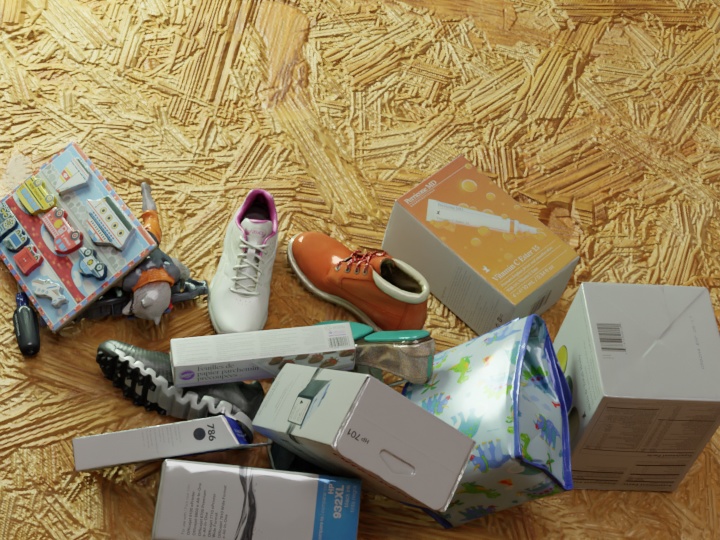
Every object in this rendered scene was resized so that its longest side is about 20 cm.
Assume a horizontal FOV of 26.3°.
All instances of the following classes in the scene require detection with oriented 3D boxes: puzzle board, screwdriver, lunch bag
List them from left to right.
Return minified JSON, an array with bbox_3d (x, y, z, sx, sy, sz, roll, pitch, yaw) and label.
[{"bbox_3d":[-0.393,0.013,1.767,0.028,0.029,0.200,-6,56,-17],"label":"screwdriver"},{"bbox_3d":[-0.340,-0.043,1.759,0.151,0.017,0.200,-41,58,-1],"label":"puzzle board"},{"bbox_3d":[0.132,0.159,1.671,0.127,0.170,0.200,36,42,-41],"label":"lunch bag"}]

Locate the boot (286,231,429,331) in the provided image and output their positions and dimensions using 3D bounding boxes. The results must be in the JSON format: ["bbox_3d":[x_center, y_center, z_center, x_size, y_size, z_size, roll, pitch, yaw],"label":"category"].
[{"bbox_3d":[0.000,0.000,1.815,0.200,0.107,0.075,35,56,16],"label":"boot"}]

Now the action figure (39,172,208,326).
[{"bbox_3d":[-0.283,-0.010,1.765,0.200,0.105,0.194,-17,50,-24],"label":"action figure"}]

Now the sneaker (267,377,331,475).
[{"bbox_3d":[-0.064,0.161,1.698,0.078,0.079,0.200,-1,56,-14],"label":"sneaker"}]

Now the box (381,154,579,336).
[{"bbox_3d":[0.143,-0.023,1.868,0.200,0.098,0.124,42,56,19],"label":"box"}]

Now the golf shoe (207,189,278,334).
[{"bbox_3d":[-0.135,-0.008,1.801,0.075,0.092,0.200,9,54,-8],"label":"golf shoe"}]

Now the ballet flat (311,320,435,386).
[{"bbox_3d":[0.009,0.099,1.737,0.068,0.200,0.067,-17,103,-35],"label":"ballet flat"}]

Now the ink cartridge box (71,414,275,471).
[{"bbox_3d":[-0.193,0.179,1.610,0.200,0.099,0.039,-7,82,0],"label":"ink cartridge box"}]

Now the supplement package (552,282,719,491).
[{"bbox_3d":[0.300,0.133,1.719,0.151,0.200,0.152,3,53,-10],"label":"supplement package"}]

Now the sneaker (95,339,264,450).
[{"bbox_3d":[-0.194,0.120,1.710,0.200,0.066,0.091,27,50,3],"label":"sneaker"}]

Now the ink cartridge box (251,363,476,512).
[{"bbox_3d":[0.000,0.169,1.570,0.146,0.200,0.086,34,74,-23],"label":"ink cartridge box"}]

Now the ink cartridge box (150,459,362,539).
[{"bbox_3d":[-0.109,0.244,1.570,0.200,0.145,0.084,7,81,-7],"label":"ink cartridge box"}]

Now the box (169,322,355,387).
[{"bbox_3d":[-0.105,0.091,1.670,0.200,0.039,0.041,-6,48,-11],"label":"box"}]
